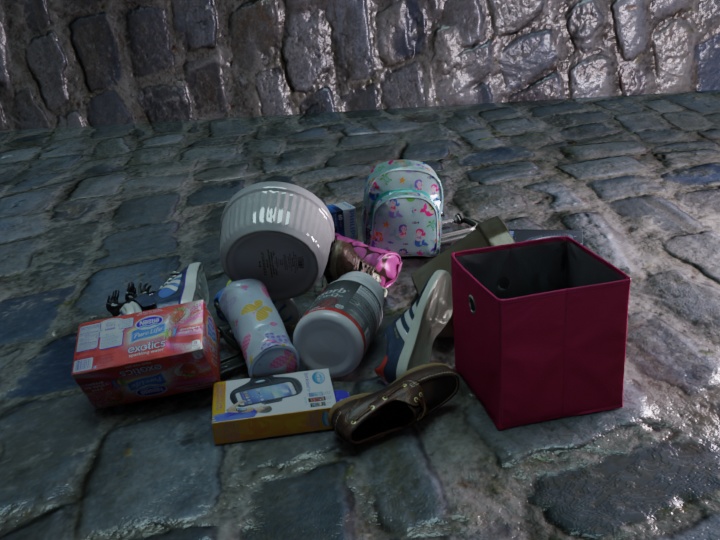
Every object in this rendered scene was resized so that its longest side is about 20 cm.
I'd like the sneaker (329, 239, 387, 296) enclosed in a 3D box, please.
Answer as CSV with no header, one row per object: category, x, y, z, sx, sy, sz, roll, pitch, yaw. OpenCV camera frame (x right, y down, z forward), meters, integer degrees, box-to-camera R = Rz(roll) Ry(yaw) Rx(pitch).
sneaker,0.000,0.000,1.523,0.075,0.071,0.200,8,-18,15

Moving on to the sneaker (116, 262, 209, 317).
sneaker,-0.340,0.053,1.419,0.146,0.081,0.200,-10,25,1

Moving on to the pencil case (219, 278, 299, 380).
pencil case,-0.164,0.098,1.341,0.083,0.091,0.200,-9,36,-20

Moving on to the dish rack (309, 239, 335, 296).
dish rack,-0.133,-0.009,1.598,0.200,0.154,0.055,3,59,16

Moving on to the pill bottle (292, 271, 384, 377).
pill bottle,-0.028,0.082,1.382,0.116,0.116,0.200,2,22,14

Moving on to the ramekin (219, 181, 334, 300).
ramekin,-0.146,-0.041,1.427,0.200,0.200,0.105,-2,41,4

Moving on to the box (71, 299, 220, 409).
box,-0.319,0.126,1.270,0.200,0.095,0.103,-12,47,2

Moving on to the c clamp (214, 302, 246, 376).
c clamp,-0.263,0.131,1.390,0.171,0.027,0.200,29,37,34

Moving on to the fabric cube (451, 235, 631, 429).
fabric cube,0.253,0.083,1.220,0.200,0.200,0.196,-8,23,-12

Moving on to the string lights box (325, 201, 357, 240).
string lights box,-0.106,-0.076,1.812,0.200,0.103,0.059,-13,23,-24

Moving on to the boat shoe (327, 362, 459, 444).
boat shoe,0.057,0.189,1.160,0.200,0.071,0.070,-22,20,-20

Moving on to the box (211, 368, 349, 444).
box,-0.114,0.193,1.219,0.199,0.042,0.119,-8,22,-6

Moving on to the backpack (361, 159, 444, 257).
backpack,0.089,-0.127,1.757,0.177,0.200,0.151,2,18,-3

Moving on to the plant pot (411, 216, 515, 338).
plant pot,0.185,0.031,1.416,0.173,0.200,0.200,-21,22,3

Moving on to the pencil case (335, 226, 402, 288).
pencil case,-0.003,-0.023,1.692,0.094,0.091,0.200,0,16,-42

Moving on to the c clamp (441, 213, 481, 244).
c clamp,0.181,-0.100,1.927,0.200,0.027,0.171,-11,22,-16

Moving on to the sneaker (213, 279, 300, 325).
sneaker,-0.195,0.072,1.523,0.105,0.076,0.200,-37,35,-24

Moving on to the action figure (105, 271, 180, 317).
action figure,-0.362,0.058,1.522,0.200,0.102,0.119,5,12,26

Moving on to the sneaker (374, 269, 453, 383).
sneaker,0.079,0.085,1.311,0.084,0.075,0.200,4,59,43

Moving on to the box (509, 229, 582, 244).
box,0.368,-0.031,1.698,0.160,0.044,0.200,2,22,15
